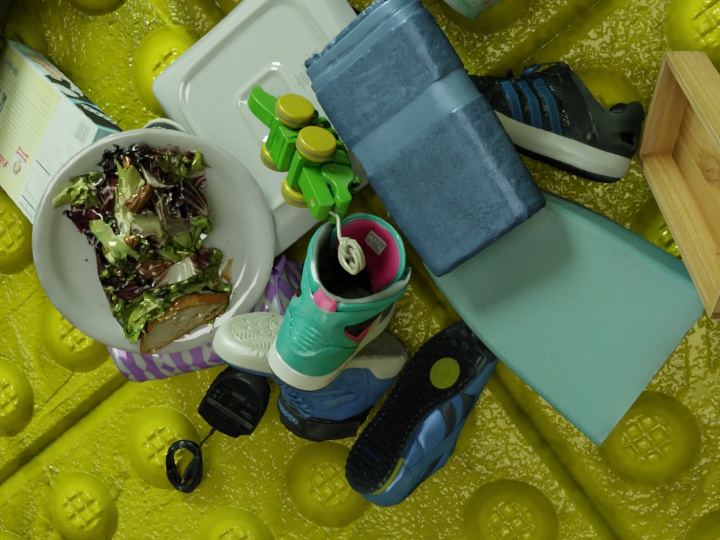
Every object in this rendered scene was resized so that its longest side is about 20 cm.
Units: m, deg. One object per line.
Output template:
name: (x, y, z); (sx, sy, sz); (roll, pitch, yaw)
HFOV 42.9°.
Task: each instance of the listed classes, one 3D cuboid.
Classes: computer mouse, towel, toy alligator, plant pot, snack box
computer mouse: (-0.141, 0.154, 0.894); (0.059, 0.034, 0.200); (36, 126, -4)
towel: (0.048, -0.104, 0.695); (0.112, 0.049, 0.200); (-33, 88, 29)
toy alligator: (-0.027, -0.075, 0.706); (0.200, 0.054, 0.059); (58, 142, 31)
plant pot: (0.163, 0.014, 0.755); (0.200, 0.141, 0.142); (37, 106, 16)
snack box: (-0.301, -0.124, 0.862); (0.200, 0.037, 0.116); (41, 109, 35)

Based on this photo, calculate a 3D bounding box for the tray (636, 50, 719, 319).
tray: (0.255, -0.069, 0.669); (0.037, 0.200, 0.099); (1, 130, -2)

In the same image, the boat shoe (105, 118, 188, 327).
boat shoe: (-0.202, -0.036, 0.803); (0.074, 0.060, 0.200); (27, 104, -1)

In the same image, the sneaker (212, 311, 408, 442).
sneaker: (-0.055, 0.103, 0.807); (0.077, 0.200, 0.111); (44, 116, 38)

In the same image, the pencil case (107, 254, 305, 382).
pencil case: (-0.141, 0.048, 0.865); (0.199, 0.084, 0.086); (-18, 130, 16)

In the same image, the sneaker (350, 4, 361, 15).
sneaker: (-0.020, -0.189, 0.814); (0.200, 0.070, 0.076); (44, 124, 10)

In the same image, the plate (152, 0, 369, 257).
plate: (-0.071, -0.140, 0.781); (0.200, 0.032, 0.200); (-36, 82, 22)

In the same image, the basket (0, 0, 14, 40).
basket: (-0.381, -0.281, 0.848); (0.136, 0.180, 0.200); (23, 98, -23)

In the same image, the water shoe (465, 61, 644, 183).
water shoe: (0.138, -0.139, 0.758); (0.200, 0.071, 0.079); (20, 93, -13)

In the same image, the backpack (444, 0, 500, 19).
backpack: (0.057, -0.293, 0.708); (0.150, 0.178, 0.200); (-33, 87, 19)

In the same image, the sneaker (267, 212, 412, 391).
sneaker: (0.000, 0.000, 0.748); (0.084, 0.200, 0.121); (32, 126, 4)

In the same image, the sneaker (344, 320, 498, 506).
sneaker: (0.069, 0.132, 0.844); (0.200, 0.078, 0.066); (-53, 47, 1)

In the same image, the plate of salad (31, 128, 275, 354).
plate of salad: (-0.169, -0.017, 0.759); (0.199, 0.048, 0.201); (-4, 112, -10)
